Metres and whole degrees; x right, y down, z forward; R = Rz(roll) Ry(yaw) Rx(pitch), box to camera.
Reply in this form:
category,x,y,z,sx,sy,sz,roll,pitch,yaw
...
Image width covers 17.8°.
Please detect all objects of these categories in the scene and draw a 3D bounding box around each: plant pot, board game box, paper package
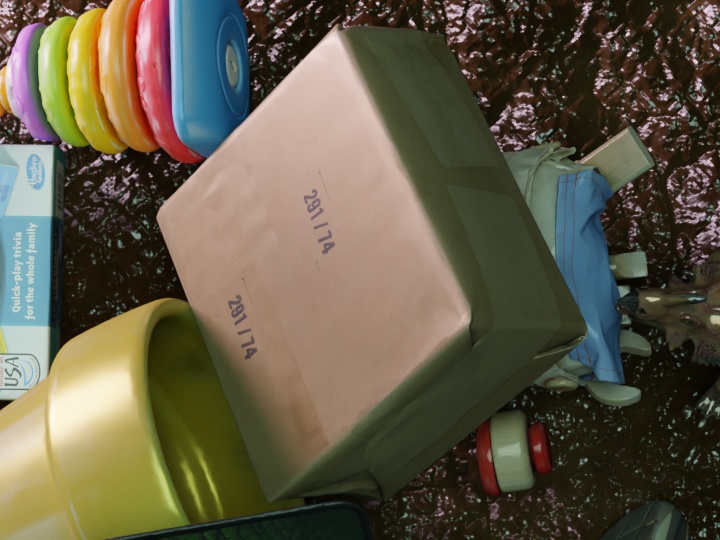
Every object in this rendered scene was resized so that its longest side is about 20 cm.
category,x,y,z,sx,sy,sz,roll,pitch,yaw
plant pot,-0.151,0.142,1.300,0.188,0.201,0.202,-24,85,15
board game box,-0.279,0.002,1.378,0.198,0.047,0.153,0,85,1
paper package,0.000,0.000,1.278,0.190,0.103,0.201,-42,60,32

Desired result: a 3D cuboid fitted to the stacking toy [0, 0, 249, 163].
category,x,y,z,sx,sy,sz,roll,pitch,yaw
stacking toy,-0.168,-0.111,1.368,0.198,0.116,0.111,-5,79,15

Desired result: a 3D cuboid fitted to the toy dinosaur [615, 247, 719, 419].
category,x,y,z,sx,sy,sz,roll,pitch,yaw
toy dinosaur,0.240,0.007,1.314,0.199,0.136,0.086,-33,82,-13

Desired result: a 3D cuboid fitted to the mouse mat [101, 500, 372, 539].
category,x,y,z,sx,sy,sz,roll,pitch,yaw
mouse mat,-0.064,0.190,1.214,0.159,0.201,0.008,-10,50,1

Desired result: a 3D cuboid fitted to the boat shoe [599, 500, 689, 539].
category,x,y,z,sx,sy,sz,roll,pitch,yaw
boat shoe,0.153,0.232,1.330,0.073,0.074,0.201,33,65,-22

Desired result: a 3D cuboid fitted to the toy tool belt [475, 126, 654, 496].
category,x,y,z,sx,sy,sz,roll,pitch,yaw
toy tool belt,0.119,0.023,1.330,0.122,0.125,0.202,-7,86,9
